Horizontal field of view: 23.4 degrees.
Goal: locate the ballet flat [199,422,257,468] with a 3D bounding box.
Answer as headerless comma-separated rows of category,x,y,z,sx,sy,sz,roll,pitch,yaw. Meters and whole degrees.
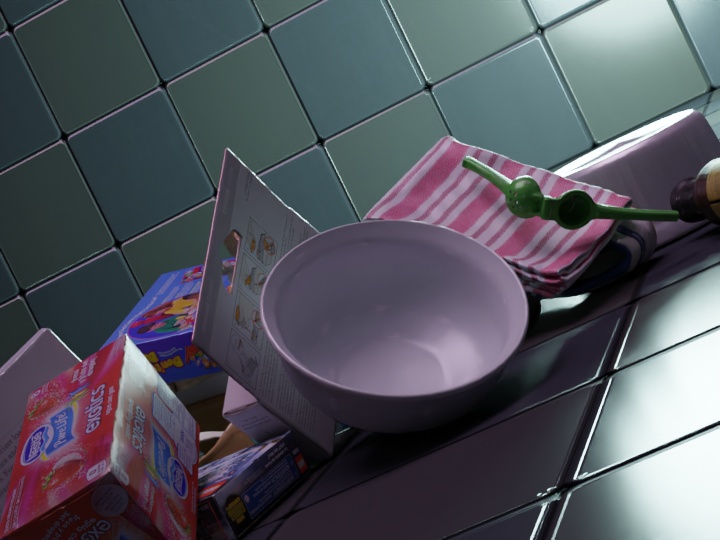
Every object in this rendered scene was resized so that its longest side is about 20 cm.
ballet flat,-0.163,0.177,1.457,0.199,0.063,0.069,-25,6,21

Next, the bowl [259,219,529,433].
bowl,0.024,0.058,1.307,0.200,0.091,0.202,1,39,-1

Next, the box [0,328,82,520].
box,-0.292,0.168,1.455,0.199,0.131,0.200,-46,4,-13

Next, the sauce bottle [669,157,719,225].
sauce bottle,0.326,-0.071,1.483,0.064,0.065,0.200,-27,6,-17

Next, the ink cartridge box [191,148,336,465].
ink cartridge box,-0.079,0.031,1.393,0.045,0.176,0.201,-22,43,31

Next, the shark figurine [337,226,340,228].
shark figurine,0.017,-0.008,1.540,0.214,0.090,0.128,-29,5,-3

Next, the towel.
towel,0.121,-0.054,1.524,0.199,0.030,0.146,21,44,24

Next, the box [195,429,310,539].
box,-0.150,0.193,1.327,0.199,0.040,0.137,-25,4,27

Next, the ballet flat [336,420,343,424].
ballet flat,0.045,0.081,1.422,0.069,0.070,0.200,-23,4,38

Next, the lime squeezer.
lime squeezer,0.169,-0.058,1.492,0.199,0.038,0.071,15,8,20

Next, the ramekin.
ramekin,0.272,-0.079,1.709,0.200,0.098,0.200,-27,4,2

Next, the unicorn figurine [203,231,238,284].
unicorn figurine,-0.085,0.052,1.514,0.073,0.201,0.138,-7,-34,18

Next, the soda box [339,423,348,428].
soda box,0.026,0.072,1.553,0.064,0.068,0.200,-25,4,23

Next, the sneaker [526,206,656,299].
sneaker,0.166,-0.007,1.573,0.199,0.076,0.088,-21,8,24

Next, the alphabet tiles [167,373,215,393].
alphabet tiles,-0.204,0.118,1.690,0.195,0.015,0.200,-27,4,-22

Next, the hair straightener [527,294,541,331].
hair straightener,0.071,0.013,1.466,0.041,0.199,0.077,-64,27,9

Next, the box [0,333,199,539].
box,-0.178,0.146,1.220,0.095,0.100,0.200,-32,23,10

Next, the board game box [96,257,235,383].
board game box,-0.156,0.046,1.672,0.134,0.045,0.200,-13,18,17

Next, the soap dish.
soap dish,-0.078,0.105,1.719,0.200,0.082,0.157,-29,5,-42
